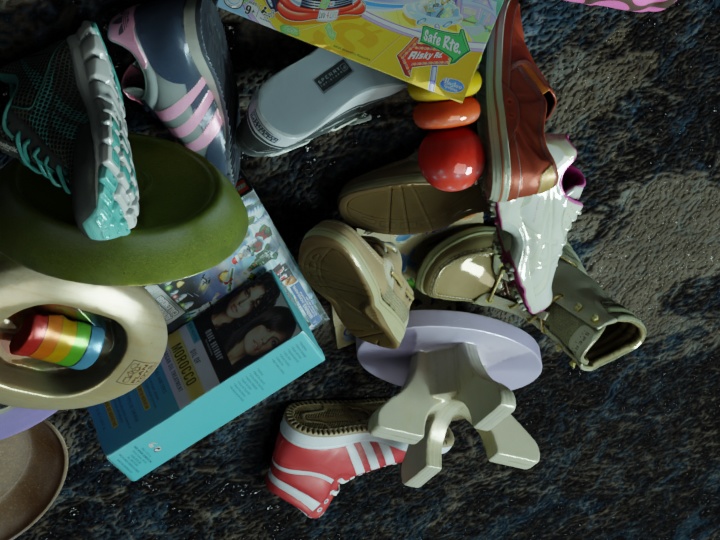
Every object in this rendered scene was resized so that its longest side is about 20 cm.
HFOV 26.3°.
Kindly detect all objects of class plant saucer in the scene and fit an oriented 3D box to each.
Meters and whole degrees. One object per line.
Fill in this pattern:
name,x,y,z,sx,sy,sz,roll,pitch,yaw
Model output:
plant saucer,-0.180,-0.055,1.131,0.199,0.200,0.031,-9,125,-27
plant saucer,-0.358,0.181,1.359,0.199,0.037,0.201,-18,136,-18

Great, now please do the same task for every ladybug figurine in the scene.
ladybug figurine,-0.232,0.038,1.150,0.199,0.072,0.136,23,114,-45

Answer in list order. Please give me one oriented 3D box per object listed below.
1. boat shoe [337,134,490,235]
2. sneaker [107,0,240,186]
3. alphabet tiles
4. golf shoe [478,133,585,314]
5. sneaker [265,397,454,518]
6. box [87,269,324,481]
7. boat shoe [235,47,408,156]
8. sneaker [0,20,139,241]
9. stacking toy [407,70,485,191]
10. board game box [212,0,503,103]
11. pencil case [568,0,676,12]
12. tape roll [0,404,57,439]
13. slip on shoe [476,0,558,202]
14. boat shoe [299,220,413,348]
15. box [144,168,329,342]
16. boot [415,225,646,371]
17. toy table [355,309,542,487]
boat shoe,0.075,-0.084,1.379,0.198,0.065,0.072,-9,142,-4
sneaker,-0.139,-0.136,1.196,0.081,0.071,0.201,-2,142,5
alphabet tiles,0.045,0.000,1.482,0.165,0.006,0.201,-22,138,-15
golf shoe,0.159,-0.039,1.345,0.091,0.076,0.201,-19,137,0
sneaker,-0.005,0.194,1.584,0.199,0.071,0.113,6,122,-29
box,-0.136,0.090,1.327,0.199,0.083,0.049,-33,139,3
boat shoe,-0.019,-0.147,1.239,0.199,0.074,0.068,-41,-177,-33
sneaker,-0.210,-0.089,1.086,0.091,0.201,0.078,-17,136,-1
stacking toy,0.062,-0.161,1.207,0.085,0.085,0.202,-10,100,-26
board game box,0.008,-0.222,1.129,0.199,0.034,0.135,19,101,-14
pencil case,0.184,-0.267,1.259,0.199,0.092,0.093,-2,165,-35
tape roll,-0.306,0.040,1.221,0.199,0.085,0.201,-18,137,-18
slip on shoe,0.128,-0.142,1.264,0.061,0.201,0.074,1,147,-3
boat shoe,0.000,0.000,1.368,0.065,0.071,0.200,-64,157,-18
box,-0.122,0.014,1.355,0.136,0.040,0.200,-32,140,-2
boot,0.164,0.029,1.467,0.199,0.155,0.072,-3,129,-38
toy table,0.092,0.122,1.496,0.198,0.118,0.184,7,146,-16
